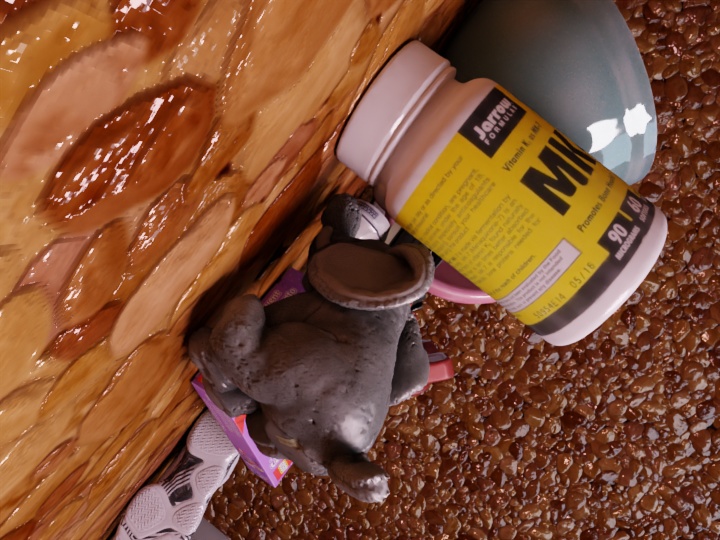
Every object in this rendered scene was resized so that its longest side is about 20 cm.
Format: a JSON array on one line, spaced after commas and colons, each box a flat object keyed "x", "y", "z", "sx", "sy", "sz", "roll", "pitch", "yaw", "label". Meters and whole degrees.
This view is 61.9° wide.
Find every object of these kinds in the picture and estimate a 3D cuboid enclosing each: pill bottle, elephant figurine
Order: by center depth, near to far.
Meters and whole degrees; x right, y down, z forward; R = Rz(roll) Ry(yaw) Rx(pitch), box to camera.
[{"x": 0.088, "y": -0.053, "z": 0.405, "sx": 0.115, "sy": 0.199, "sz": 0.114, "roll": -52, "pitch": 178, "yaw": -2, "label": "pill bottle"}, {"x": -0.006, "y": 0.028, "z": 0.414, "sx": 0.200, "sy": 0.155, "sz": 0.141, "roll": -41, "pitch": -178, "yaw": -31, "label": "elephant figurine"}]

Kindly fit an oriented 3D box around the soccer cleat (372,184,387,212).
[{"x": 0.087, "y": -0.143, "z": 0.723, "sx": 0.200, "sy": 0.069, "sz": 0.085, "roll": -47, "pitch": 179, "yaw": -30, "label": "soccer cleat"}]

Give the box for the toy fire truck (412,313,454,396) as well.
[{"x": 0.018, "y": 0.132, "z": 0.821, "sx": 0.198, "sy": 0.113, "sz": 0.168, "roll": -10, "pitch": -177, "yaw": -1, "label": "toy fire truck"}]

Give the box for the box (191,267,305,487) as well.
[{"x": -0.076, "y": 0.111, "z": 0.587, "sx": 0.137, "sy": 0.039, "sz": 0.201, "roll": -52, "pitch": 152, "yaw": -29, "label": "box"}]

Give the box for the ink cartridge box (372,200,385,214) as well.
[{"x": 0.055, "y": -0.037, "z": 0.863, "sx": 0.201, "sy": 0.125, "sz": 0.129, "roll": -53, "pitch": 178, "yaw": -7, "label": "ink cartridge box"}]

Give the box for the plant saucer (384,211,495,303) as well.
[{"x": 0.124, "y": -0.037, "z": 0.742, "sx": 0.201, "sy": 0.199, "sz": 0.051, "roll": -51, "pitch": 164, "yaw": -35, "label": "plant saucer"}]

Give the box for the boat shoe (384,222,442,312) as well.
[{"x": 0.037, "y": 0.016, "z": 0.625, "sx": 0.202, "sy": 0.063, "sz": 0.074, "roll": -57, "pitch": 158, "yaw": -17, "label": "boat shoe"}]

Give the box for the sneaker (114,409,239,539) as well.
[{"x": -0.201, "y": 0.254, "z": 0.699, "sx": 0.201, "sy": 0.075, "sz": 0.115, "roll": -56, "pitch": 176, "yaw": -24, "label": "sneaker"}]

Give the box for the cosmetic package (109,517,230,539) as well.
[{"x": -0.259, "y": 0.411, "z": 0.759, "sx": 0.168, "sy": 0.166, "sz": 0.200, "roll": -53, "pitch": 179, "yaw": -9, "label": "cosmetic package"}]

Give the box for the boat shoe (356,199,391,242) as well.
[{"x": 0.000, "y": 0.000, "z": 0.692, "sx": 0.066, "sy": 0.072, "sz": 0.200, "roll": -50, "pitch": 164, "yaw": -19, "label": "boat shoe"}]

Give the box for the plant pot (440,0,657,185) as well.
[{"x": 0.131, "y": -0.135, "z": 0.512, "sx": 0.133, "sy": 0.202, "sz": 0.200, "roll": -27, "pitch": 179, "yaw": 4, "label": "plant pot"}]
